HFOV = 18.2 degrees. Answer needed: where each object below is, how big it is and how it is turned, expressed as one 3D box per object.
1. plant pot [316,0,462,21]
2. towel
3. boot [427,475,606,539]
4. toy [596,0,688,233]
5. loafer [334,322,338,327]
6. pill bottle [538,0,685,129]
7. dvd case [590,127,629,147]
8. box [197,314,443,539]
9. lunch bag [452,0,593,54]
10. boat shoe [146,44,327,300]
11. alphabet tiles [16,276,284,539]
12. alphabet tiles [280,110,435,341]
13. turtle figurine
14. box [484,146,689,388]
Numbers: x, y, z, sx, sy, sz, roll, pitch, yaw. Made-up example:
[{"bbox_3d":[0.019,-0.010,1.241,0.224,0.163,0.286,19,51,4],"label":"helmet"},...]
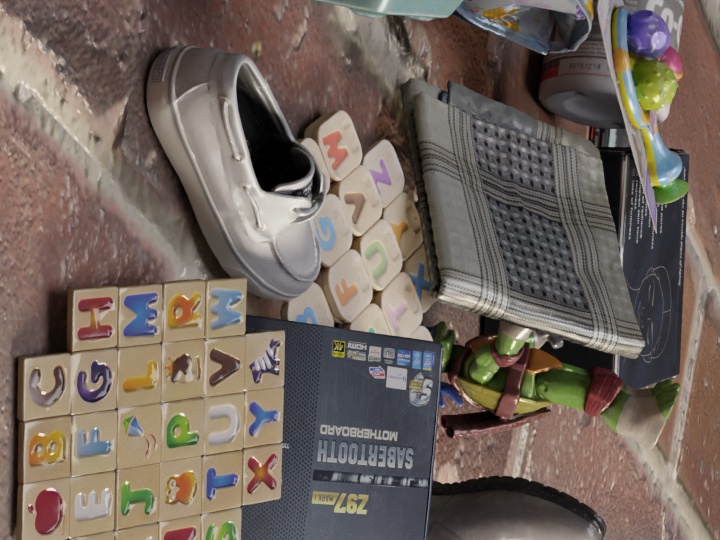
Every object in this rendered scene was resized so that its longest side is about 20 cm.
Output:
[{"bbox_3d":[0.002,-0.254,1.314,0.196,0.194,0.202,-12,113,-66],"label":"plant pot"},{"bbox_3d":[0.118,-0.042,1.615,0.191,0.035,0.201,17,48,-31],"label":"towel"},{"bbox_3d":[0.060,0.206,1.522,0.070,0.198,0.132,77,24,-51],"label":"boot"},{"bbox_3d":[0.225,-0.144,1.737,0.115,0.047,0.201,-75,155,-56],"label":"toy"},{"bbox_3d":[-0.016,0.124,1.502,0.063,0.071,0.201,43,47,-41],"label":"loafer"},{"bbox_3d":[0.221,-0.232,1.924,0.114,0.113,0.202,35,62,-64],"label":"pill bottle"},{"bbox_3d":[0.242,-0.074,2.122,0.146,0.022,0.202,20,76,-67],"label":"dvd case"},{"bbox_3d":[-0.035,0.112,1.378,0.199,0.051,0.159,11,85,-45],"label":"box"},{"bbox_3d":[0.114,-0.272,1.655,0.200,0.126,0.171,35,60,-53],"label":"lunch bag"},{"bbox_3d":[-0.057,-0.056,1.335,0.072,0.068,0.201,-62,142,-39],"label":"boat shoe"},{"bbox_3d":[-0.112,0.090,1.247,0.199,0.006,0.168,-4,99,-48],"label":"alphabet tiles"},{"bbox_3d":[0.000,0.000,1.492,0.196,0.014,0.201,-43,117,-54],"label":"alphabet tiles"},{"bbox_3d":[0.149,0.043,1.683,0.144,0.193,0.201,112,2,-60],"label":"turtle figurine"},{"bbox_3d":[0.192,-0.004,1.884,0.196,0.123,0.202,-6,99,-65],"label":"box"}]
